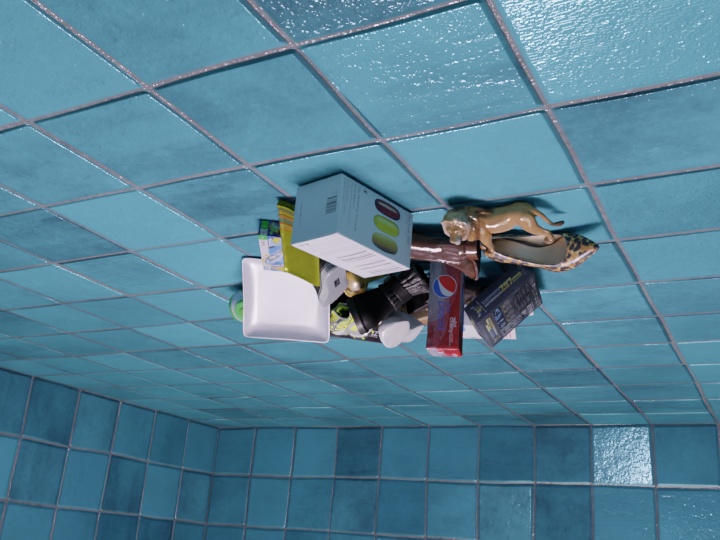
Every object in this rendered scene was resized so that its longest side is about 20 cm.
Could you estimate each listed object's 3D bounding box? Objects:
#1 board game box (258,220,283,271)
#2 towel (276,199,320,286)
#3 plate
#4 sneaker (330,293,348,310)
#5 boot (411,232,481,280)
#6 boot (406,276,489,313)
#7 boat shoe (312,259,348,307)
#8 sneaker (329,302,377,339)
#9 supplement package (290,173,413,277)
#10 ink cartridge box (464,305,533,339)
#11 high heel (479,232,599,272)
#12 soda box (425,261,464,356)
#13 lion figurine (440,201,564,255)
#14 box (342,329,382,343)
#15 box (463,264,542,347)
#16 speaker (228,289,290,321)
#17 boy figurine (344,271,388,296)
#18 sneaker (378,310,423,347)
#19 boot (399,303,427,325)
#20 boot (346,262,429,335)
[{"bbox_3d":[-0.136,-0.043,1.608,0.135,0.034,0.200,5,160,-1],"label":"board game box"},{"bbox_3d":[-0.116,-0.046,1.483,0.086,0.018,0.200,27,145,19],"label":"towel"},{"bbox_3d":[-0.165,0.063,1.764,0.200,0.200,0.032,4,-156,3],"label":"plate"},{"bbox_3d":[-0.025,0.065,1.855,0.104,0.060,0.200,0,163,10],"label":"sneaker"},{"bbox_3d":[0.135,-0.033,1.546,0.200,0.064,0.186,3,159,12],"label":"boot"},{"bbox_3d":[0.209,0.065,1.789,0.174,0.069,0.200,7,165,-21],"label":"boot"},{"bbox_3d":[-0.068,0.011,1.607,0.071,0.064,0.200,-37,162,-18],"label":"boat shoe"},{"bbox_3d":[-0.042,0.105,1.797,0.200,0.075,0.076,-4,126,49],"label":"sneaker"},{"bbox_3d":[-0.010,-0.074,1.383,0.109,0.114,0.200,-11,156,39],"label":"supplement package"},{"bbox_3d":[0.320,0.121,1.914,0.200,0.068,0.116,-1,160,13],"label":"ink cartridge box"},{"bbox_3d":[0.325,-0.041,1.453,0.142,0.071,0.200,12,169,-37],"label":"high heel"},{"bbox_3d":[0.178,0.075,1.622,0.070,0.200,0.063,0,160,14],"label":"soda box"},{"bbox_3d":[0.249,-0.086,1.379,0.200,0.073,0.123,-18,141,17],"label":"lion figurine"},{"bbox_3d":[-0.018,0.155,2.054,0.200,0.049,0.161,8,180,-10],"label":"box"},{"bbox_3d":[0.311,0.075,1.687,0.158,0.051,0.200,-43,152,0],"label":"box"},{"bbox_3d":[-0.226,0.073,1.877,0.200,0.089,0.088,-13,154,41],"label":"speaker"},{"bbox_3d":[0.000,0.000,1.659,0.124,0.064,0.200,7,158,-17],"label":"boy figurine"},{"bbox_3d":[0.068,0.118,1.745,0.088,0.075,0.200,41,-170,19],"label":"sneaker"},{"bbox_3d":[0.083,0.120,1.928,0.200,0.072,0.166,-1,165,-23],"label":"boot"},{"bbox_3d":[0.063,0.054,1.630,0.158,0.079,0.211,-26,-174,15],"label":"boot"}]
